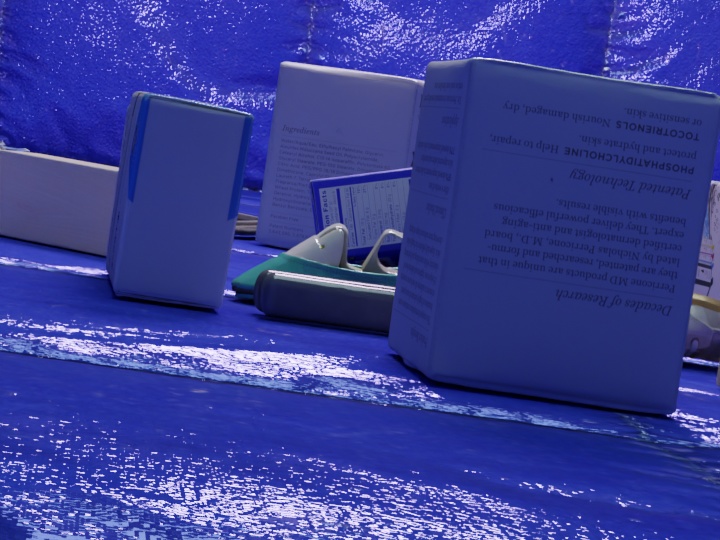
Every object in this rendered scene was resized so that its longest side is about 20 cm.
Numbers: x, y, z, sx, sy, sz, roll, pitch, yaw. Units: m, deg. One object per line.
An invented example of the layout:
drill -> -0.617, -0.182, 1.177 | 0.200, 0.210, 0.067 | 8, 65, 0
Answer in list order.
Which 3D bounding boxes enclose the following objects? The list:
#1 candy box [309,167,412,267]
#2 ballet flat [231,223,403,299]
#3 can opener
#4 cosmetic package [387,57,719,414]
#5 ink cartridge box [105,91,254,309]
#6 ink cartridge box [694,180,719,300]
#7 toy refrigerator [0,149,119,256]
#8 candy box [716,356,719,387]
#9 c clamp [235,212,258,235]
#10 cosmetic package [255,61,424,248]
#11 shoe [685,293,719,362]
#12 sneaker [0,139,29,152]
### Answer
candy box -> 0.059, -0.048, 1.960 | 0.198, 0.078, 0.169 | -7, -5, 2
ballet flat -> 0.000, 0.000, 1.715 | 0.198, 0.071, 0.067 | 8, 4, -6
can opener -> 0.023, 0.012, 1.626 | 0.198, 0.068, 0.053 | 8, 3, -13
cosmetic package -> 0.120, -0.027, 1.424 | 0.165, 0.202, 0.167 | 8, 4, -9
ink cartridge box -> -0.140, -0.057, 1.663 | 0.083, 0.146, 0.200 | 9, 4, -9
ink cartridge box -> 0.368, 0.004, 1.926 | 0.146, 0.146, 0.200 | 8, 4, -16
toy refrigerator -> -0.226, -0.054, 1.941 | 0.198, 0.077, 0.070 | 10, 4, 26
candy box -> 0.373, 0.075, 1.608 | 0.199, 0.057, 0.116 | 8, 3, -34
c clamp -> -0.181, -0.062, 2.489 | 0.170, 0.027, 0.200 | 11, 5, 28
cosmetic package -> 0.000, -0.116, 2.411 | 0.164, 0.202, 0.165 | 10, 5, 19
shoe -> 0.219, 0.047, 1.750 | 0.198, 0.054, 0.070 | 13, -28, 2
sneaker -> -0.431, -0.116, 2.314 | 0.114, 0.081, 0.199 | 9, 5, -36
